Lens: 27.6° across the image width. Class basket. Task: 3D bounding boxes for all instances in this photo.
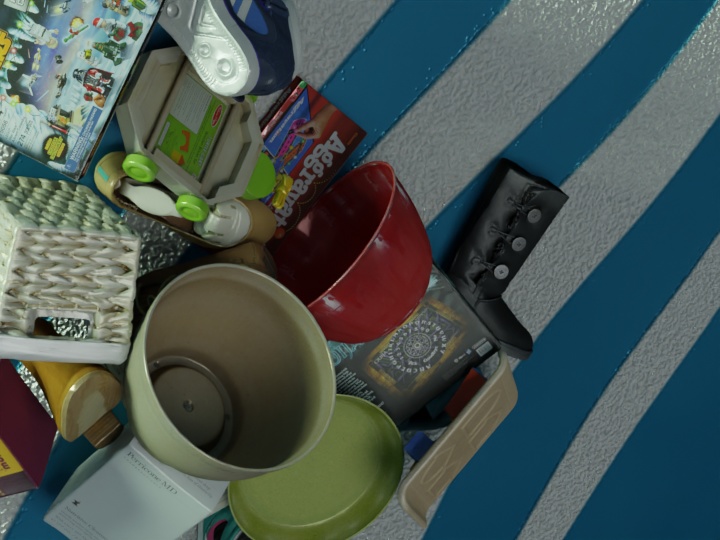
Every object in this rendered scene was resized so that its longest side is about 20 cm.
[{"bbox_3d":[-0.295,-0.006,1.354,0.135,0.200,0.124,5,105,-30],"label":"basket"}]

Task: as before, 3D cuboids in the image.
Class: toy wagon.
[{"bbox_3d":[-0.148,-0.124,1.422,0.200,0.039,0.156,40,58,-34],"label":"toy wagon"}]

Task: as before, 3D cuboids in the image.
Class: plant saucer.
[{"bbox_3d":[-0.051,0.213,1.583,0.199,0.031,0.201,-9,119,-17],"label":"plant saucer"}]

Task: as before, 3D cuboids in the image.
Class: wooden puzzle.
[{"bbox_3d":[0.103,0.184,1.636,0.200,0.046,0.185,-53,163,-8],"label":"wooden puzzle"}]

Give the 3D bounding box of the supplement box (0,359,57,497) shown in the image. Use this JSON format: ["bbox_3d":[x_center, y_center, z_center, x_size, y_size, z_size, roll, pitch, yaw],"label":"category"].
[{"bbox_3d":[-0.405,0.162,1.389,0.199,0.086,0.111,-15,126,15],"label":"supplement box"}]

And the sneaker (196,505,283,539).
[{"bbox_3d":[-0.131,0.340,1.652,0.083,0.121,0.201,-12,119,-22],"label":"sneaker"}]

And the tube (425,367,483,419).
[{"bbox_3d":[0.054,0.070,1.630,0.077,0.050,0.200,-40,110,-5],"label":"tube"}]

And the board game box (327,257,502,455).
[{"bbox_3d":[0.036,0.092,1.595,0.200,0.028,0.135,-37,110,7],"label":"board game box"}]

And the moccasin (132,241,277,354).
[{"bbox_3d":[-0.178,0.036,1.473,0.200,0.078,0.074,-15,110,13],"label":"moccasin"}]

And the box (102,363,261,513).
[{"bbox_3d":[-0.189,0.162,1.560,0.095,0.078,0.201,-28,124,-14],"label":"box"}]

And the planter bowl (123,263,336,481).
[{"bbox_3d":[-0.142,0.111,1.382,0.199,0.201,0.135,12,151,-32],"label":"planter bowl"}]

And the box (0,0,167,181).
[{"bbox_3d":[-0.272,-0.201,1.328,0.136,0.040,0.201,26,101,-5],"label":"box"}]

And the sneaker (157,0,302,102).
[{"bbox_3d":[-0.129,-0.258,1.400,0.080,0.146,0.201,-30,89,28],"label":"sneaker"}]

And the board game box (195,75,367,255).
[{"bbox_3d":[-0.090,-0.093,1.525,0.103,0.019,0.200,35,94,-37],"label":"board game box"}]

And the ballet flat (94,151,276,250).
[{"bbox_3d":[-0.170,-0.058,1.455,0.199,0.063,0.069,18,105,-24],"label":"ballet flat"}]

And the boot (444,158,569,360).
[{"bbox_3d":[0.178,-0.010,1.686,0.164,0.066,0.201,23,97,-36],"label":"boot"}]

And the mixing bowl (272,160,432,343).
[{"bbox_3d":[0.000,0.000,1.496,0.108,0.200,0.200,41,91,-23],"label":"mixing bowl"}]

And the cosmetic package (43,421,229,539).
[{"bbox_3d":[-0.222,0.222,1.490,0.113,0.081,0.200,39,135,-9],"label":"cosmetic package"}]

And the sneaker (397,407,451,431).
[{"bbox_3d":[0.021,0.144,1.661,0.199,0.082,0.074,4,111,-29],"label":"sneaker"}]

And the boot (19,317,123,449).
[{"bbox_3d":[-0.291,0.091,1.386,0.071,0.144,0.201,-40,168,-15],"label":"boot"}]
